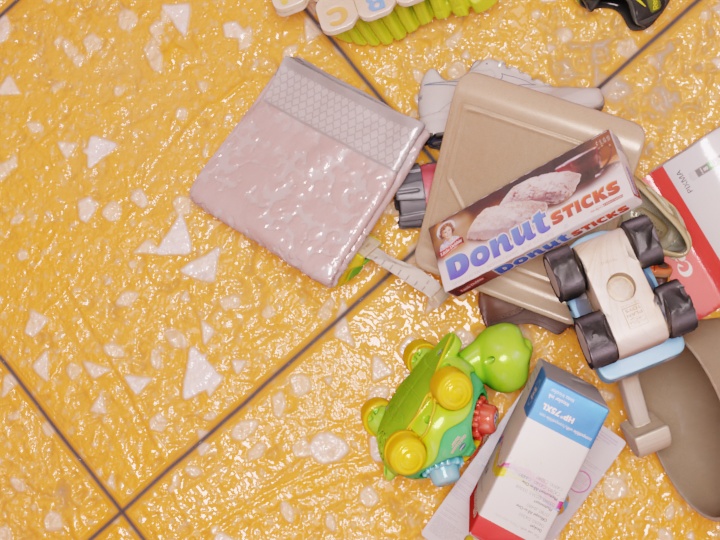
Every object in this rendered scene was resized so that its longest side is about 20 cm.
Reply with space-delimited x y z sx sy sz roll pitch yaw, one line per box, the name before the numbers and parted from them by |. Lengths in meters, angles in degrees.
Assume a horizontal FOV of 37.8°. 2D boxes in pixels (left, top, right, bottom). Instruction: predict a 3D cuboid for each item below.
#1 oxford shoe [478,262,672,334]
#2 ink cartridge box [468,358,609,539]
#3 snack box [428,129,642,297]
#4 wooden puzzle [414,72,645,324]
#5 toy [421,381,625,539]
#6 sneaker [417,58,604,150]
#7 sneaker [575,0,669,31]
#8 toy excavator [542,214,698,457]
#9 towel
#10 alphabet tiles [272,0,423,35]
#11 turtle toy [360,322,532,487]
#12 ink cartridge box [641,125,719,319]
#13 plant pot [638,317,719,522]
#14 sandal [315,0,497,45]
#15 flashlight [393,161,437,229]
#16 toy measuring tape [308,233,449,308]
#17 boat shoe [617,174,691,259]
oxford shoe | 0.218 0.023 1.077 0.197 0.071 0.074 -5 104 11
ink cartridge box | 0.156 0.194 0.991 0.067 0.116 0.202 26 96 4
snack box | 0.156 -0.050 0.967 0.199 0.024 0.073 -29 60 27
wooden puzzle | 0.158 -0.070 1.014 0.183 0.037 0.202 20 112 15
toy | 0.163 0.218 1.076 0.115 0.047 0.201 34 96 -1
sneaker | 0.151 -0.178 1.083 0.197 0.075 0.088 -3 82 3
sneaker | 0.232 -0.317 1.078 0.198 0.074 0.085 27 90 5
toy excavator | 0.247 0.068 0.979 0.099 0.200 0.197 -22 74 2
towel | -0.054 -0.107 1.072 0.199 0.032 0.192 31 84 27
alphabet tiles | -0.005 -0.331 1.080 0.198 0.015 0.198 -19 58 5
turtle toy | 0.090 0.132 1.049 0.101 0.146 0.201 37 92 -16
ink cartridge box | 0.365 -0.052 1.071 0.199 0.050 0.162 -31 86 1
plant pot | 0.397 0.117 1.009 0.197 0.187 0.190 -16 86 -9
sandal | 0.048 -0.298 1.101 0.197 0.080 0.088 -11 56 9
flashlight | 0.132 -0.087 1.084 0.197 0.068 0.069 -6 50 0
toy measuring tape | 0.000 0.000 1.075 0.199 0.073 0.074 31 91 22
boat shoe | 0.238 -0.078 1.031 0.200 0.063 0.073 36 101 -11
